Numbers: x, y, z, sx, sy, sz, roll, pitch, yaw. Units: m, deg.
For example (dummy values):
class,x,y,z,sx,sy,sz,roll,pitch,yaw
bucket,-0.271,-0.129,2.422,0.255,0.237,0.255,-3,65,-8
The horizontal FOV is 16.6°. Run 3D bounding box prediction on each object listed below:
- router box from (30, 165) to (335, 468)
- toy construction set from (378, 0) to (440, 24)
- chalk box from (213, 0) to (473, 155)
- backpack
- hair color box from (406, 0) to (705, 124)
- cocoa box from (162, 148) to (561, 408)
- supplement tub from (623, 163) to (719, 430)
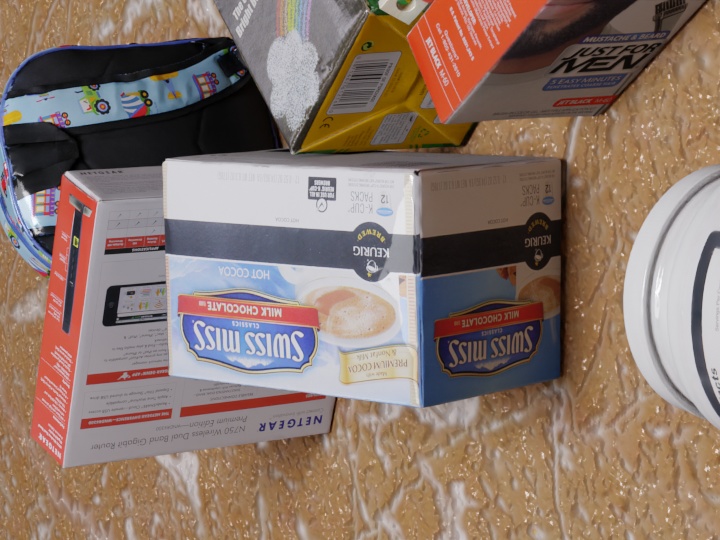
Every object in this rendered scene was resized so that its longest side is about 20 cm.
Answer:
class,x,y,z,sx,sy,sz,roll,pitch,yaw
router box,-0.100,0.024,1.547,0.049,0.200,0.180,36,123,48
toy construction set,0.026,-0.237,1.348,0.131,0.092,0.200,-31,52,18
chalk box,-0.006,-0.182,1.455,0.200,0.124,0.124,64,142,31
backpack,-0.157,-0.058,1.627,0.135,0.200,0.183,-30,70,54
hair color box,0.122,-0.155,1.272,0.200,0.111,0.064,-51,53,47
cocoa box,0.000,0.000,1.416,0.200,0.133,0.131,5,98,41
supplement tub,0.228,0.021,1.102,0.200,0.140,0.140,13,104,56
